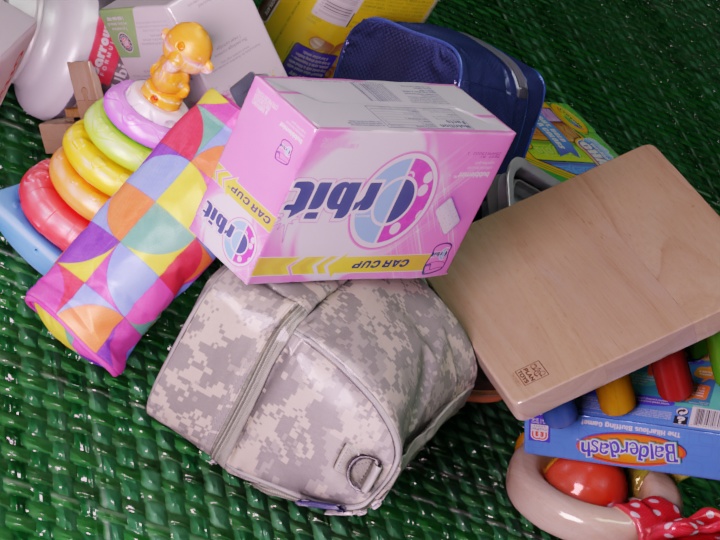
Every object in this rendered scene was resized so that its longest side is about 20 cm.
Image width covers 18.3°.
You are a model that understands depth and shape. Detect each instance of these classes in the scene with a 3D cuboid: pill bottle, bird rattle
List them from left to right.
[{"bbox_3d":[-0.194,-0.156,1.693,0.200,0.111,0.111,18,30,-28],"label":"pill bottle"},{"bbox_3d":[0.185,0.171,1.607,0.163,0.113,0.200,9,32,-2],"label":"bird rattle"}]

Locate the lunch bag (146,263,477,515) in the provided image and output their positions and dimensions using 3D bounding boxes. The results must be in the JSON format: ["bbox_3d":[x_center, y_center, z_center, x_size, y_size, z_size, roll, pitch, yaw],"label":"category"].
[{"bbox_3d":[-0.021,0.066,1.470,0.168,0.139,0.200,31,24,10],"label":"lunch bag"}]

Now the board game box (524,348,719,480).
[{"bbox_3d":[0.213,0.069,1.630,0.152,0.045,0.200,7,35,14],"label":"board game box"}]

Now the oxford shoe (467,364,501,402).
[{"bbox_3d":[0.034,0.031,1.670,0.200,0.073,0.071,29,26,-9],"label":"oxford shoe"}]

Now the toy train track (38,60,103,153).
[{"bbox_3d":[-0.148,-0.099,1.591,0.200,0.115,0.033,3,23,40],"label":"toy train track"}]

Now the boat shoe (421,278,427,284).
[{"bbox_3d":[0.000,0.000,1.600,0.075,0.200,0.062,-25,25,-13],"label":"boat shoe"}]

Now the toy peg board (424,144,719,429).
[{"bbox_3d":[0.170,0.033,1.584,0.200,0.199,0.098,-123,-170,-52],"label":"toy peg board"}]

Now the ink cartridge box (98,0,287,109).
[{"bbox_3d":[-0.099,-0.115,1.618,0.067,0.200,0.117,-33,20,-25],"label":"ink cartridge box"}]

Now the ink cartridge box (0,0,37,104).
[{"bbox_3d":[-0.298,-0.092,1.428,0.084,0.146,0.200,30,25,-3],"label":"ink cartridge box"}]

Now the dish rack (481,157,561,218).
[{"bbox_3d":[0.152,0.015,1.758,0.200,0.044,0.172,27,57,-54],"label":"dish rack"}]

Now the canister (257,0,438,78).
[{"bbox_3d":[-0.031,-0.181,1.815,0.148,0.200,0.087,0,42,-48],"label":"canister"}]

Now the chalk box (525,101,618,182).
[{"bbox_3d":[0.149,-0.063,1.907,0.200,0.125,0.124,1,41,-49],"label":"chalk box"}]

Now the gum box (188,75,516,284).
[{"bbox_3d":[0.001,-0.058,1.431,0.200,0.114,0.066,-2,36,-46],"label":"gum box"}]

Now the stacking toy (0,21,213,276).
[{"bbox_3d":[-0.154,-0.088,1.519,0.116,0.200,0.110,40,27,15],"label":"stacking toy"}]

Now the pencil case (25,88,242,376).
[{"bbox_3d":[-0.126,-0.025,1.458,0.088,0.200,0.088,42,-10,9],"label":"pencil case"}]

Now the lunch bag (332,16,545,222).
[{"bbox_3d":[0.053,-0.092,1.770,0.136,0.200,0.132,30,15,40],"label":"lunch bag"}]
